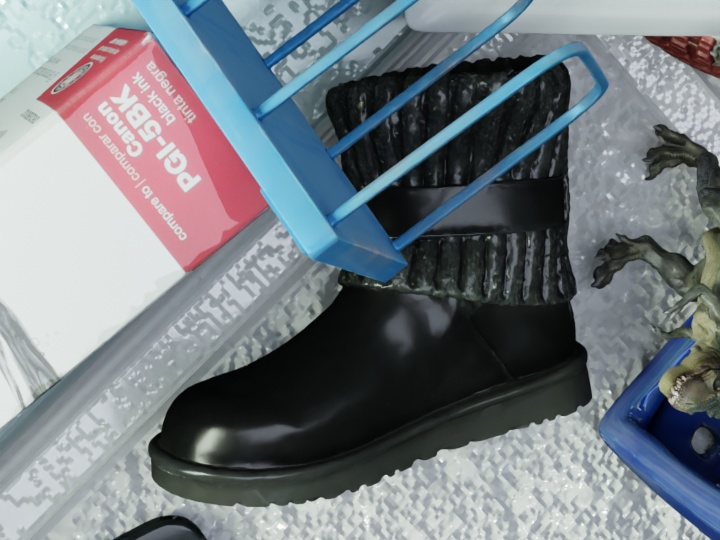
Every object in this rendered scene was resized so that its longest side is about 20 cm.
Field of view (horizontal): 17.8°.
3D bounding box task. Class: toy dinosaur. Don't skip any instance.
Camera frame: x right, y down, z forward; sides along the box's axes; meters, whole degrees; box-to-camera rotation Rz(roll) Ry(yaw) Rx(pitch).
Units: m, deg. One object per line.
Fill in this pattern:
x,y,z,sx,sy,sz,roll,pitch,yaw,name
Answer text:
0.157,-0.015,1.010,0.088,0.048,0.200,21,59,19,toy dinosaur

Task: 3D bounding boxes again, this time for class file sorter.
-0.014,-0.115,0.867,0.123,0.139,0.200,-37,80,6,file sorter

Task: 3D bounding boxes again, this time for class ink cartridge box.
-0.144,-0.002,0.891,0.200,0.147,0.083,-40,105,-8,ink cartridge box

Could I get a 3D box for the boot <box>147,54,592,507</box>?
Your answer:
-0.001,-0.001,0.965,0.210,0.079,0.158,-17,109,-24,boot

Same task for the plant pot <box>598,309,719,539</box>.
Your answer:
0.256,0.081,0.996,0.200,0.200,0.180,-47,114,-4,plant pot

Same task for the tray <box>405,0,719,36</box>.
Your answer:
0.119,-0.149,0.936,0.199,0.022,0.108,0,98,-5,tray

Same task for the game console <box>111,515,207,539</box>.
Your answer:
-0.097,0.233,0.955,0.170,0.118,0.201,-27,105,-10,game console

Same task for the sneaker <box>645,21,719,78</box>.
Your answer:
0.147,-0.137,0.990,0.200,0.078,0.082,29,88,-18,sneaker
